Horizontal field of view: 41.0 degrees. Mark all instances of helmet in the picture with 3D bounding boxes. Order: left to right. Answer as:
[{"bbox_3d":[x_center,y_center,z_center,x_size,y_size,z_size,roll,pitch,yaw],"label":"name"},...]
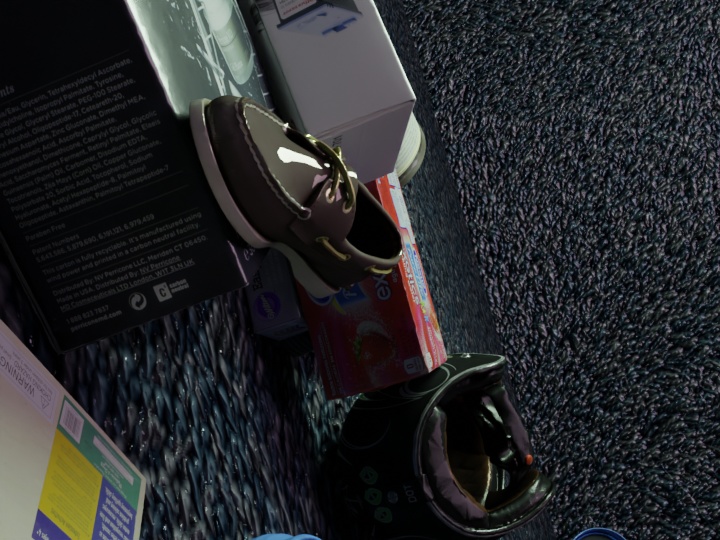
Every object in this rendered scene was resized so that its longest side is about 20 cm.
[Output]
[{"bbox_3d":[0.073,0.174,0.915,0.190,0.198,0.203,-24,-97,62],"label":"helmet"}]

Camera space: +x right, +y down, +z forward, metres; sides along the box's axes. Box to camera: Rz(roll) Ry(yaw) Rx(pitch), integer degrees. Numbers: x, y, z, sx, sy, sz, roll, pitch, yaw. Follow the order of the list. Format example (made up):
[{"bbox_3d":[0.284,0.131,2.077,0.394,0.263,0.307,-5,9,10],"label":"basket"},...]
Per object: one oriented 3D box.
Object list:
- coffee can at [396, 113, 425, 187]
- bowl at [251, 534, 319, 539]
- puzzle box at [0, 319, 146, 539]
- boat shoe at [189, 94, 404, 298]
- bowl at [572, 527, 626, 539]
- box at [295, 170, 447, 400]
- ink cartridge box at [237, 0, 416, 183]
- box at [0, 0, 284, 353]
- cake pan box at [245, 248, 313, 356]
[{"bbox_3d":[-0.023,-0.195,1.110,0.201,0.144,0.148,59,18,-47],"label":"coffee can"},{"bbox_3d":[-0.032,0.277,0.647,0.200,0.039,0.204,-19,91,-76],"label":"bowl"},{"bbox_3d":[-0.156,0.093,0.404,0.134,0.025,0.201,-94,162,-48],"label":"puzzle box"},{"bbox_3d":[-0.028,-0.040,0.516,0.200,0.059,0.073,49,28,-63],"label":"boat shoe"},{"bbox_3d":[0.627,0.780,2.524,0.039,0.197,0.204,105,-29,-72],"label":"bowl"},{"bbox_3d":[0.000,0.000,0.835,0.100,0.094,0.203,-5,79,-75],"label":"box"},{"bbox_3d":[-0.041,-0.169,0.705,0.147,0.085,0.202,109,-42,-76],"label":"ink cartridge box"},{"bbox_3d":[-0.132,-0.094,0.555,0.200,0.122,0.199,-73,141,-69],"label":"box"},{"bbox_3d":[-0.065,-0.022,0.911,0.184,0.052,0.203,27,46,-70],"label":"cake pan box"}]
